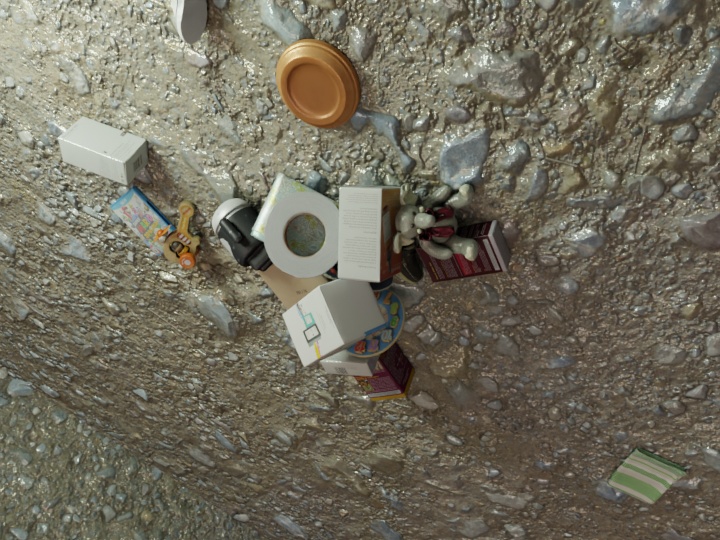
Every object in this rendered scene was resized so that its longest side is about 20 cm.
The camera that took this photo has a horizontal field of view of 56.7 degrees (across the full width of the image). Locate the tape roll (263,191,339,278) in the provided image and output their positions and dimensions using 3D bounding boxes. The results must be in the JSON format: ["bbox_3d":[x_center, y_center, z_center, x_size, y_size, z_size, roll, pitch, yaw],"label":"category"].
[{"bbox_3d":[-0.130,-0.084,1.589,0.197,0.203,0.066,28,179,-1],"label":"tape roll"}]

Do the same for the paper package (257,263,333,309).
[{"bbox_3d":[-0.146,0.012,1.792,0.197,0.104,0.192,-17,121,38],"label":"paper package"}]

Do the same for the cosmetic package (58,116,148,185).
[{"bbox_3d":[-0.670,-0.314,1.747,0.196,0.114,0.082,20,137,5],"label":"cosmetic package"}]

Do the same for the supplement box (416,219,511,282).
[{"bbox_3d":[0.243,-0.043,1.574,0.196,0.061,0.110,-10,125,32],"label":"supplement box"}]

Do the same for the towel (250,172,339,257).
[{"bbox_3d":[-0.150,-0.118,1.644,0.197,0.174,0.048,27,179,-1],"label":"towel"}]

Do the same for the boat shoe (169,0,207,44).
[{"bbox_3d":[-0.370,-0.578,1.391,0.070,0.070,0.202,40,147,27],"label":"boat shoe"}]

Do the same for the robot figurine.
[{"bbox_3d":[-0.299,-0.091,1.730,0.201,0.124,0.151,48,150,11],"label":"robot figurine"}]

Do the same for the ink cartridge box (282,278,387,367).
[{"bbox_3d":[-0.066,0.119,1.620,0.199,0.145,0.149,-35,77,50],"label":"ink cartridge box"}]

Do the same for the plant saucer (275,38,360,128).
[{"bbox_3d":[-0.096,-0.393,1.437,0.196,0.038,0.203,14,135,14],"label":"plant saucer"}]

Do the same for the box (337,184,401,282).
[{"bbox_3d":[0.025,-0.088,1.518,0.104,0.152,0.205,5,101,21],"label":"box"}]

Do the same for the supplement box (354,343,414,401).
[{"bbox_3d":[0.049,0.270,1.933,0.129,0.104,0.202,-12,125,35],"label":"supplement box"}]

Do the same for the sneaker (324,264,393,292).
[{"bbox_3d":[0.000,0.000,1.687,0.195,0.077,0.085,10,156,-17],"label":"sneaker"}]

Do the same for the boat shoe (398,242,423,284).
[{"bbox_3d":[0.104,-0.053,1.628,0.065,0.072,0.203,-14,118,41],"label":"boat shoe"}]

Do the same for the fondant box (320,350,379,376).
[{"bbox_3d":[-0.009,0.185,1.810,0.141,0.203,0.059,-1,137,27],"label":"fondant box"}]

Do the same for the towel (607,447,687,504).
[{"bbox_3d":[0.813,0.591,1.905,0.150,0.024,0.202,23,137,7],"label":"towel"}]

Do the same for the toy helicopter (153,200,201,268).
[{"bbox_3d":[-0.512,-0.110,1.880,0.129,0.080,0.203,14,122,-11],"label":"toy helicopter"}]

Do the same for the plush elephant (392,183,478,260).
[{"bbox_3d":[0.146,-0.108,1.480,0.197,0.153,0.169,2,92,44],"label":"plush elephant"}]

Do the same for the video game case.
[{"bbox_3d":[-0.625,-0.141,1.952,0.142,0.018,0.201,-22,117,40],"label":"video game case"}]

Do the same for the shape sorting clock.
[{"bbox_3d":[0.024,0.132,1.750,0.196,0.204,0.039,-1,153,27],"label":"shape sorting clock"}]
